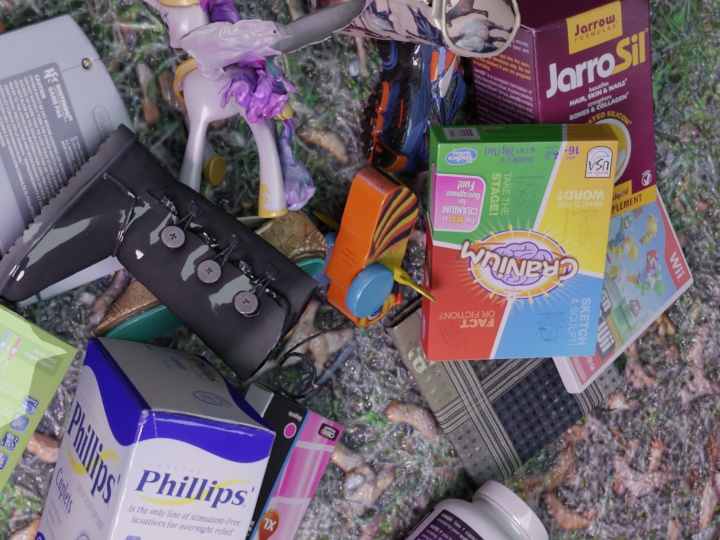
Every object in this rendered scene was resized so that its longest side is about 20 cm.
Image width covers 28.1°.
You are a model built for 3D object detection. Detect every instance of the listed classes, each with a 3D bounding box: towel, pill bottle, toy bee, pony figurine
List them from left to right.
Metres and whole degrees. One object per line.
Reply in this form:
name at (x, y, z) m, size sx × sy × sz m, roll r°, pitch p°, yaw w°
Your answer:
pony figurine at (-0.090, -0.144, 1.105) m, size 0.166 × 0.191 × 0.202 m, roll -19°, pitch 105°, yaw -52°
toy bee at (0.000, 0.000, 1.213) m, size 0.108 × 0.200 × 0.131 m, roll -12°, pitch 63°, yaw -53°
pill bottle at (0.071, 0.280, 1.254) m, size 0.200 × 0.112 × 0.113 m, roll -42°, pitch 111°, yaw -18°
towel at (0.134, 0.075, 1.322) m, size 0.192 × 0.034 × 0.201 m, roll -35°, pitch 111°, yaw -18°

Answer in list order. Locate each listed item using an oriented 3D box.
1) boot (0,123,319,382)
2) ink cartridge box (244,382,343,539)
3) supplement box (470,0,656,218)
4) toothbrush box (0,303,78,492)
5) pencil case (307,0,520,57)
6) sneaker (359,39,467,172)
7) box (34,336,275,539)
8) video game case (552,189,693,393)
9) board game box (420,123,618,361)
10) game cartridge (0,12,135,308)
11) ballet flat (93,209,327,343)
boot at (-0.152, 0.014, 1.074) m, size 0.200 × 0.066 × 0.165 m, roll 41°, pitch 75°, yaw -6°
ink cartridge box at (-0.093, 0.201, 1.190) m, size 0.094 × 0.037 × 0.202 m, roll 30°, pitch 84°, yaw -45°
supplement box at (0.178, -0.144, 1.255) m, size 0.130 × 0.103 × 0.202 m, roll -22°, pitch 121°, yaw -23°
toothbrush box at (-0.324, 0.107, 1.051) m, size 0.145 × 0.086 × 0.201 m, roll 31°, pitch 79°, yaw -26°
pencil case at (0.034, -0.221, 1.156) m, size 0.089 × 0.199 × 0.079 m, roll 18°, pitch 92°, yaw -40°
sneaker at (0.057, -0.178, 1.244) m, size 0.078 × 0.075 × 0.202 m, roll 15°, pitch 90°, yaw -43°
box at (-0.161, 0.174, 1.070) m, size 0.104 × 0.184 × 0.202 m, roll 13°, pitch 98°, yaw -25°
video game case at (0.230, 0.000, 1.343) m, size 0.200 × 0.017 × 0.144 m, roll -38°, pitch 110°, yaw -34°
board game box at (0.130, -0.022, 1.207) m, size 0.151 × 0.040 × 0.202 m, roll -2°, pitch 117°, yaw -6°
game cartridge at (-0.238, -0.087, 1.109) m, size 0.132 × 0.041 × 0.202 m, roll -23°, pitch 104°, yaw -28°
ballet flat at (-0.125, 0.001, 1.154) m, size 0.198 × 0.071 × 0.066 m, roll -20°, pitch 73°, yaw -7°
